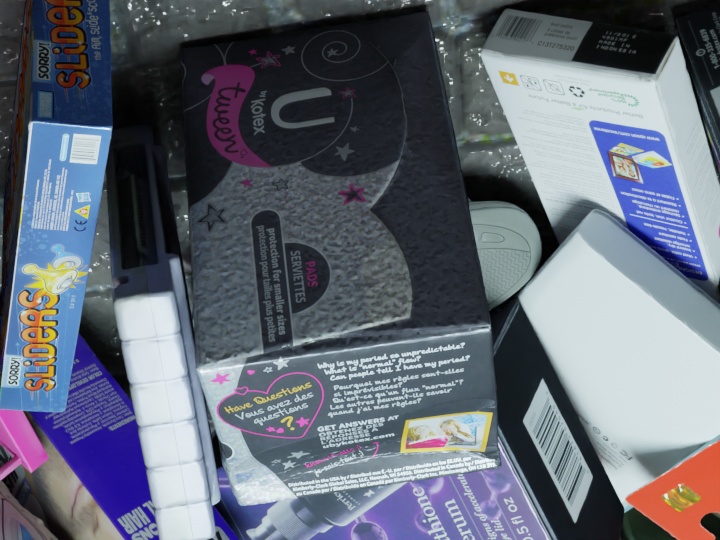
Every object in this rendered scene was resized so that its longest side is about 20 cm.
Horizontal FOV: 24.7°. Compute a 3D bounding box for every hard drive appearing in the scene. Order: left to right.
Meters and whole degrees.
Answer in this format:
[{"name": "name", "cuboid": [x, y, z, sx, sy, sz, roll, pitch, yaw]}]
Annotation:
[{"name": "hard drive", "cuboid": [0.139, 0.056, 0.930, 0.132, 0.027, 0.200, 39, 151, 3]}]

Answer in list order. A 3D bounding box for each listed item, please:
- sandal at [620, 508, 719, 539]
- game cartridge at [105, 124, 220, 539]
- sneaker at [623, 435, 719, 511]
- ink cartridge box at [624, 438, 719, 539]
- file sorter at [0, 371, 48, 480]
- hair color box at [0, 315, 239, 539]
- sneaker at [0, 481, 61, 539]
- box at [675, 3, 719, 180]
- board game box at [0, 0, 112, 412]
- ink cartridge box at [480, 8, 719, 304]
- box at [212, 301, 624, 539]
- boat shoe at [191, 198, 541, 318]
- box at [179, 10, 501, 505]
[{"name": "sandal", "cuboid": [0.268, 0.146, 1.114, 0.200, 0.080, 0.057, -14, 147, -6]}, {"name": "game cartridge", "cuboid": [-0.095, 0.025, 0.781, 0.038, 0.200, 0.130, -13, 117, -4]}, {"name": "sneaker", "cuboid": [0.194, 0.122, 1.072, 0.082, 0.074, 0.200, 18, 136, -23]}, {"name": "ink cartridge box", "cuboid": [0.272, 0.130, 0.900, 0.200, 0.047, 0.160, -36, 124, 28]}, {"name": "file sorter", "cuboid": [-0.271, 0.043, 0.815, 0.125, 0.139, 0.200, -41, 146, -20]}, {"name": "hair color box", "cuboid": [-0.155, 0.128, 0.931, 0.065, 0.200, 0.109, -27, 159, -42]}, {"name": "sneaker", "cuboid": [-0.196, 0.151, 0.895, 0.072, 0.200, 0.072, -13, 138, -29]}, {"name": "box", "cuboid": [0.242, -0.041, 0.839, 0.106, 0.123, 0.200, -18, 140, 11]}, {"name": "board game box", "cuboid": [-0.144, -0.046, 0.765, 0.034, 0.136, 0.200, 4, 139, -14]}, {"name": "ink cartridge box", "cuboid": [0.134, -0.050, 0.847, 0.094, 0.037, 0.200, 15, 150, 32]}, {"name": "box", "cuboid": [0.025, 0.127, 0.932, 0.199, 0.104, 0.148, -22, 106, 28]}, {"name": "boat shoe", "cuboid": [0.000, 0.002, 0.913, 0.201, 0.065, 0.075, -20, 121, 7]}, {"name": "box", "cuboid": [-0.013, -0.010, 0.777, 0.131, 0.201, 0.115, -8, 140, 1]}]
